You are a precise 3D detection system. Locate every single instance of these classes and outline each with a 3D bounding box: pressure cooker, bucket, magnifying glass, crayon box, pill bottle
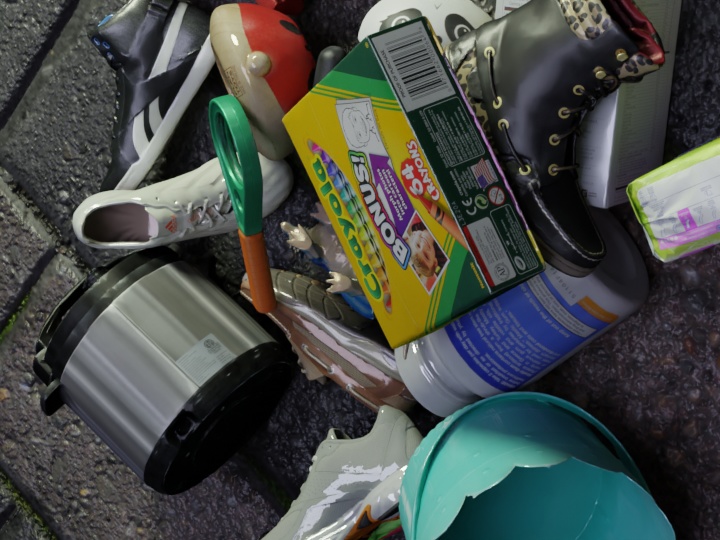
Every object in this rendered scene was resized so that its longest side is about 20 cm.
[{"bbox_3d":[-0.182,0.075,1.564,0.200,0.176,0.179,42,114,15],"label":"pressure cooker"},{"bbox_3d":[0.129,0.203,1.367,0.135,0.206,0.208,-120,43,-64],"label":"bucket"},{"bbox_3d":[-0.093,-0.052,1.443,0.080,0.022,0.201,-129,27,-52],"label":"magnifying glass"},{"bbox_3d":[0.034,-0.059,1.287,0.201,0.058,0.172,65,152,5],"label":"crayon box"},{"bbox_3d":[0.123,0.033,1.403,0.200,0.112,0.112,-38,79,31],"label":"pill bottle"}]

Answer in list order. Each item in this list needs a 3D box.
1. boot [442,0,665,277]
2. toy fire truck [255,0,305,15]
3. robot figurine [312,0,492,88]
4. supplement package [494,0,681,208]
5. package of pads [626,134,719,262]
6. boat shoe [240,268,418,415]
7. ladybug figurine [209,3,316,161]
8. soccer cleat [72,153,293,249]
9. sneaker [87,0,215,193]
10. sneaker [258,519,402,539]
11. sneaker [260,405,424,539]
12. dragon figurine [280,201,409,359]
[{"bbox_3d":[0.152,-0.111,1.251,0.150,0.073,0.201,-36,75,31],"label":"boot"},{"bbox_3d":[-0.083,-0.297,1.509,0.141,0.049,0.200,46,118,19],"label":"toy fire truck"},{"bbox_3d":[0.049,-0.125,1.412,0.125,0.150,0.201,24,112,44],"label":"robot figurine"},{"bbox_3d":[0.170,-0.160,1.337,0.109,0.114,0.201,12,104,29],"label":"supplement package"},{"bbox_3d":[0.303,-0.079,1.243,0.199,0.154,0.068,-23,92,33],"label":"package of pads"},{"bbox_3d":[-0.029,0.065,1.525,0.200,0.076,0.072,32,110,25],"label":"boat shoe"},{"bbox_3d":[-0.076,-0.163,1.464,0.072,0.200,0.136,-23,94,-3],"label":"ladybug figurine"},{"bbox_3d":[-0.154,-0.054,1.541,0.199,0.078,0.070,-13,106,0],"label":"soccer cleat"},{"bbox_3d":[-0.209,-0.164,1.580,0.112,0.073,0.200,32,107,-5],"label":"sneaker"},{"bbox_3d":[-0.010,0.205,1.548,0.199,0.077,0.084,-30,76,23],"label":"sneaker"},{"bbox_3d":[-0.022,0.188,1.479,0.200,0.076,0.092,-34,71,15],"label":"sneaker"},{"bbox_3d":[0.000,0.000,1.471,0.200,0.099,0.059,42,92,28],"label":"dragon figurine"}]
